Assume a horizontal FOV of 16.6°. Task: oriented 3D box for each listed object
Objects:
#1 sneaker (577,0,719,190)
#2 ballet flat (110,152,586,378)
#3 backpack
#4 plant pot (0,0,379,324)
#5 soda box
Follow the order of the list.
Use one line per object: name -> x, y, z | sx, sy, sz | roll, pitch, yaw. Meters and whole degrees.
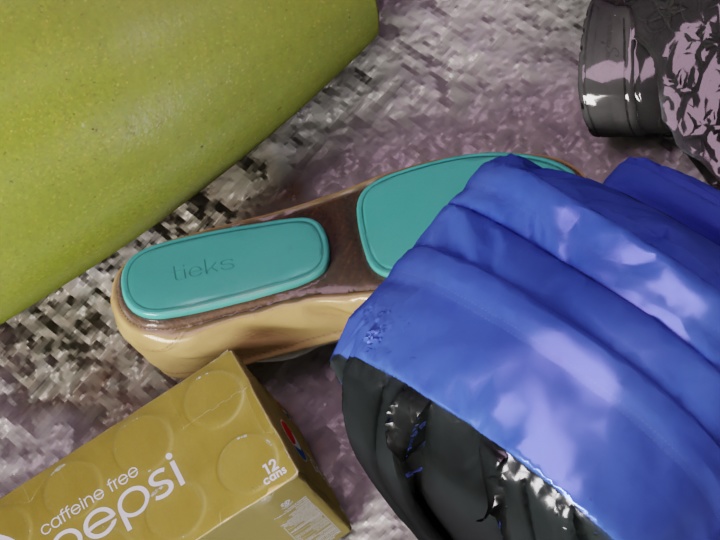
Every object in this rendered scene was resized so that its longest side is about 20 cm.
sneaker -> 0.148, -0.115, 1.005 | 0.104, 0.060, 0.200 | 1, 70, 23
ballet flat -> 0.000, 0.000, 1.001 | 0.200, 0.063, 0.069 | -11, 51, 8
backpack -> 0.087, 0.045, 0.858 | 0.162, 0.200, 0.168 | 27, 76, 31
plant pot -> -0.101, -0.103, 1.040 | 0.200, 0.187, 0.187 | -25, 56, -9
soda box -> -0.108, 0.119, 0.977 | 0.200, 0.064, 0.068 | -33, 56, 2
